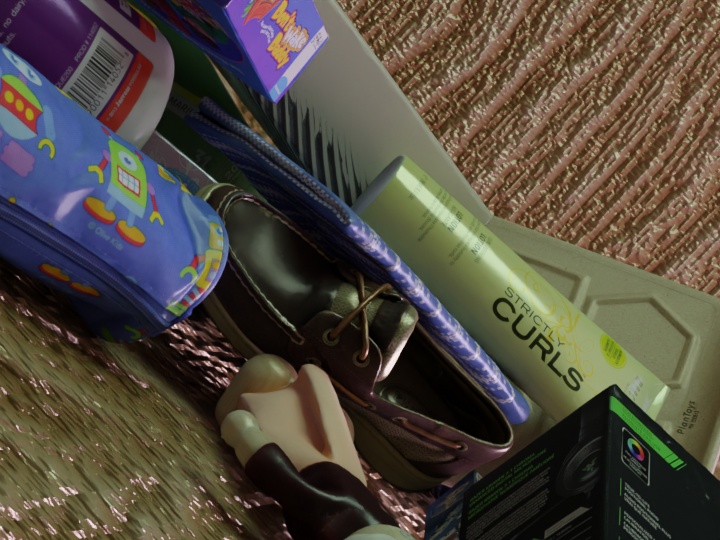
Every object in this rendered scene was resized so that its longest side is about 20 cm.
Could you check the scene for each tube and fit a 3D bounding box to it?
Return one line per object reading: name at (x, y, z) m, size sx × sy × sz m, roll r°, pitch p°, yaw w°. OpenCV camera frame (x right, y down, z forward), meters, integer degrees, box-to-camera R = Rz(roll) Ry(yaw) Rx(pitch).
tube at (0.080, 0.022, 1.246) m, size 0.200 × 0.058 × 0.052 m, roll 42°, pitch -2°, yaw -8°

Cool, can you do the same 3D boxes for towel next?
towel at (0.000, 0.000, 1.203) m, size 0.145 × 0.024 × 0.200 m, roll 37°, pitch -7°, yaw 44°

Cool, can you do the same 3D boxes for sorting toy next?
sorting toy at (0.105, 0.062, 1.310) m, size 0.199 × 0.185 × 0.037 m, roll 17°, pitch -39°, yaw 11°

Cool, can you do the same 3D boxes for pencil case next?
pencil case at (-0.140, -0.037, 1.000) m, size 0.200 × 0.078 × 0.087 m, roll 37°, pitch 29°, yaw -46°

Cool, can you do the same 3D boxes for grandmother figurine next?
grandmother figurine at (-0.012, 0.100, 1.015) m, size 0.121 × 0.061 × 0.200 m, roll 32°, pitch 9°, yaw -26°

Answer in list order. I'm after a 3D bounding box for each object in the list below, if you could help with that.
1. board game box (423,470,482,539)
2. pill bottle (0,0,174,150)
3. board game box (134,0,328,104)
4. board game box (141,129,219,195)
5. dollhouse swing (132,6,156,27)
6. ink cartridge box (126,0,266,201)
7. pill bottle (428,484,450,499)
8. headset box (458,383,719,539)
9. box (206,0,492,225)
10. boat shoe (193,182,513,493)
board game box at (0.084, 0.170, 1.131) m, size 0.136 × 0.035 × 0.200 m, roll 51°, pitch 4°, yaw -1°
pill bottle at (-0.188, -0.118, 1.079) m, size 0.200 × 0.112 × 0.112 m, roll 40°, pitch 7°, yaw -27°
board game box at (-0.114, -0.173, 1.138) m, size 0.200 × 0.045 × 0.134 m, roll 37°, pitch -7°, yaw 15°
board game box at (-0.078, -0.016, 1.242) m, size 0.200 × 0.043 × 0.199 m, roll 41°, pitch -5°, yaw -22°
dollhouse swing at (-0.224, -0.210, 1.437) m, size 0.200 × 0.176 × 0.182 m, roll 15°, pitch 24°, yaw 32°
ink cartridge box at (-0.122, -0.098, 1.339) m, size 0.145 × 0.048 × 0.200 m, roll 33°, pitch -10°, yaw 29°
pill bottle at (0.065, 0.074, 1.383) m, size 0.200 × 0.111 × 0.111 m, roll 47°, pitch 7°, yaw 25°
headset box at (0.126, 0.171, 0.975) m, size 0.174 × 0.093 × 0.200 m, roll 42°, pitch 28°, yaw -18°
box at (-0.018, -0.089, 1.283) m, size 0.200 × 0.068 × 0.082 m, roll 52°, pitch -5°, yaw -18°
boat shoe at (-0.001, 0.028, 1.119) m, size 0.200 × 0.072 × 0.072 m, roll 49°, pitch 47°, yaw -24°
